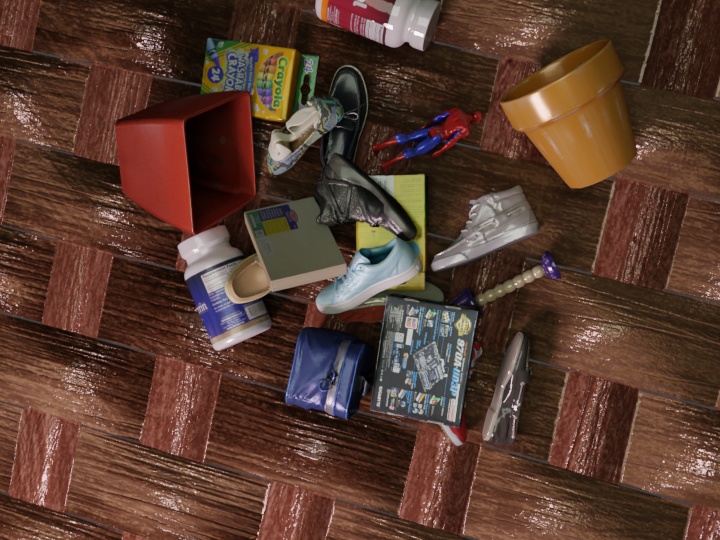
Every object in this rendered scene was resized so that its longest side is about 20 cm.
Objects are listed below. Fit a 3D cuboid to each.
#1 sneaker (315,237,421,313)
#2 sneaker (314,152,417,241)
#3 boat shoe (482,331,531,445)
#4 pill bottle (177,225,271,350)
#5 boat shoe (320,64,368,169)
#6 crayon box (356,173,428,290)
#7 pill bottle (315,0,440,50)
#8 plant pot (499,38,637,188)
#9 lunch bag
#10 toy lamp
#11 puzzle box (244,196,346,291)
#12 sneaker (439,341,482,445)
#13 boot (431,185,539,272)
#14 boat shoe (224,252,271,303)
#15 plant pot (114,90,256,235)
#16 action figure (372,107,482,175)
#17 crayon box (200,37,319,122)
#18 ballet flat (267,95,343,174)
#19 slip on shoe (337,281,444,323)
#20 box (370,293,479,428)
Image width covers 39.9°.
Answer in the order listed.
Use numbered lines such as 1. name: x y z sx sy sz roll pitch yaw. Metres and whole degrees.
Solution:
1. sneaker: 0.000 0.000 1.674 0.198 0.074 0.082 -27 120 14
2. sneaker: 0.000 -0.097 1.686 0.199 0.076 0.115 40 102 9
3. boat shoe: 0.265 0.206 1.710 0.056 0.067 0.203 16 100 -7
4. pill bottle: -0.244 0.030 1.765 0.115 0.116 0.202 -23 88 10
5. boat shoe: -0.031 -0.260 1.741 0.074 0.062 0.203 10 93 11
6. crayon box: 0.055 -0.067 1.738 0.125 0.051 0.203 1 92 11
7. pill bottle: 0.032 -0.452 1.695 0.198 0.113 0.114 23 96 8
8. plant pot: 0.356 -0.244 1.616 0.199 0.200 0.185 -29 102 10
9. lunch bag: -0.042 0.175 1.692 0.130 0.200 0.138 13 89 7
10. toy lamp: 0.244 0.032 1.707 0.198 0.058 0.059 -26 88 8
11. puzzle box: -0.114 -0.049 1.695 0.131 0.201 0.026 -13 132 -12
12. sneaker: 0.173 0.194 1.718 0.111 0.071 0.202 -21 87 14
13. boot: 0.202 -0.073 1.709 0.198 0.074 0.097 -23 82 2
14. boat shoe: -0.145 -0.010 1.720 0.199 0.066 0.075 -33 96 -26
15. plant pot: -0.310 -0.199 1.715 0.174 0.200 0.202 10 117 24
16. action figure: 0.120 -0.229 1.711 0.198 0.052 0.066 -25 64 -1
17. crayon box: -0.182 -0.337 1.770 0.197 0.052 0.128 9 94 9
18. ballet flat: -0.115 -0.238 1.720 0.200 0.074 0.075 -40 85 32
19. slip on shoe: 0.049 0.058 1.744 0.197 0.075 0.062 -6 126 5
20. box: 0.108 0.151 1.672 0.157 0.046 0.203 9 93 11
